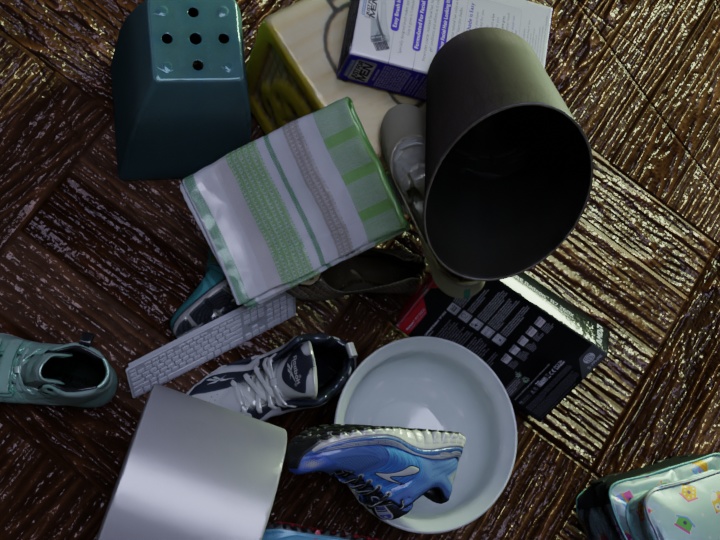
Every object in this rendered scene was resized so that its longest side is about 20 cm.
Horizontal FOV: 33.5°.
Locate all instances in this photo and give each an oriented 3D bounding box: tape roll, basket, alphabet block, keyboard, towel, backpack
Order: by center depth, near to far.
[{"bbox_3d":[0.120,-0.123,1.070,0.135,0.181,0.201,14,37,-12],"label":"basket"},{"bbox_3d":[-0.167,0.224,1.133,0.138,0.203,0.204,20,70,-8],"label":"tape roll"},{"bbox_3d":[-0.068,-0.064,1.183,0.199,0.031,0.150,-25,98,18],"label":"towel"},{"bbox_3d":[-0.154,0.074,1.258,0.199,0.057,0.011,-27,53,-19],"label":"keyboard"},{"bbox_3d":[0.345,0.307,1.268,0.174,0.153,0.202,-10,84,-22],"label":"backpack"},{"bbox_3d":[0.009,-0.198,1.302,0.199,0.196,0.196,-32,82,-20],"label":"alphabet block"}]

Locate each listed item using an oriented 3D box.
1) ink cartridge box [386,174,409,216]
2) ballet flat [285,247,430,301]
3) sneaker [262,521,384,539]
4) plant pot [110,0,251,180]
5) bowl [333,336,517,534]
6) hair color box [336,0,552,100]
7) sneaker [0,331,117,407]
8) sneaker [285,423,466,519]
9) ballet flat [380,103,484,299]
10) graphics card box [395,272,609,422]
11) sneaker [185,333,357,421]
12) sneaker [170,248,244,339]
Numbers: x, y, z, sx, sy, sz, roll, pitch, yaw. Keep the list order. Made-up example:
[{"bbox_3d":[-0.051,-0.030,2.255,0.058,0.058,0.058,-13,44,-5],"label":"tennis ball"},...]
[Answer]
[{"bbox_3d":[0.102,-0.090,1.275,0.118,0.200,0.042,-16,82,11],"label":"ink cartridge box"},{"bbox_3d":[0.000,0.000,1.293,0.198,0.046,0.068,4,72,-31],"label":"ballet flat"},{"bbox_3d":[-0.021,0.316,1.220,0.198,0.079,0.097,11,81,-2],"label":"sneaker"},{"bbox_3d":[-0.183,-0.196,1.250,0.140,0.200,0.143,-3,76,-15],"label":"plant pot"},{"bbox_3d":[0.058,0.177,1.259,0.199,0.090,0.203,4,75,-15],"label":"bowl"},{"bbox_3d":[0.084,-0.227,1.192,0.198,0.065,0.110,14,73,-12],"label":"hair color box"},{"bbox_3d":[-0.338,0.090,1.173,0.198,0.118,0.075,6,74,-11],"label":"sneaker"},{"bbox_3d":[0.018,0.192,1.139,0.198,0.078,0.090,9,80,-33],"label":"sneaker"},{"bbox_3d":[0.071,-0.069,1.146,0.069,0.069,0.202,-22,87,-19],"label":"ballet flat"},{"bbox_3d":[0.154,0.063,1.292,0.199,0.126,0.051,33,33,-6],"label":"graphics card box"},{"bbox_3d":[-0.089,0.114,1.222,0.197,0.130,0.080,-11,75,-17],"label":"sneaker"},{"bbox_3d":[-0.134,-0.003,1.286,0.079,0.078,0.200,31,72,32],"label":"sneaker"}]
